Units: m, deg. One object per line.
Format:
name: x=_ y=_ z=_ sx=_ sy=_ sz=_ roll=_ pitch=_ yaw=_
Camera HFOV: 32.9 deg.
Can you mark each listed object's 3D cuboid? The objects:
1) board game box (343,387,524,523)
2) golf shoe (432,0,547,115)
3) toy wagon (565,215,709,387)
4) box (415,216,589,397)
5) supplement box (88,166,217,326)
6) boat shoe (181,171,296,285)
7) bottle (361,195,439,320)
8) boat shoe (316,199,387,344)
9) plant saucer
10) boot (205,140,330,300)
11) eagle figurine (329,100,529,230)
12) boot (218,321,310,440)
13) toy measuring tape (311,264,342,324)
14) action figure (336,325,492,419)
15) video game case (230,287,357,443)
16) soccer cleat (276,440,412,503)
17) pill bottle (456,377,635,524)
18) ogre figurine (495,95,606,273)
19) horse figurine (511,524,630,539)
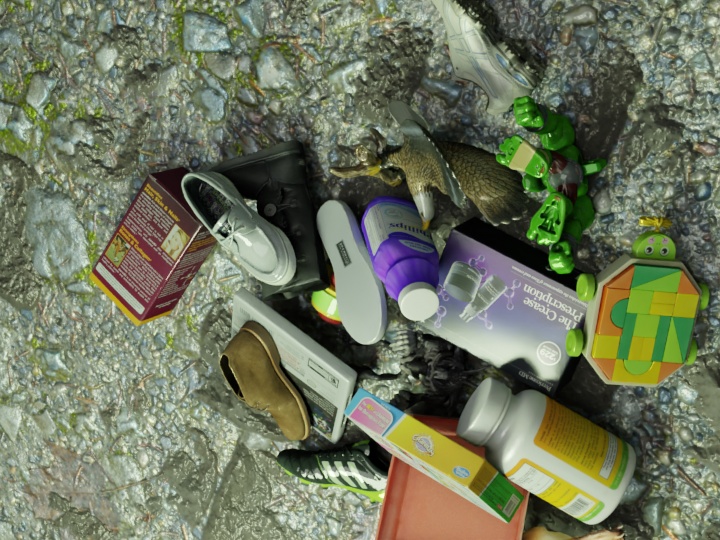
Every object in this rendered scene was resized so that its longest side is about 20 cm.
board game box: x=0.091 y=0.229 z=1.509 sx=0.200 sy=0.153 sz=0.040 roll=27 pitch=78 yaw=35
golf shoe: x=0.127 y=-0.275 z=1.470 sx=0.200 sy=0.078 sz=0.097 roll=52 pitch=125 yaw=9
toy wagon: x=0.326 y=0.036 z=1.410 sx=0.155 sy=0.040 sz=0.200 roll=5 pitch=107 yaw=-11
box: x=0.188 y=0.044 z=1.511 sx=0.200 sy=0.079 sz=0.141 roll=28 pitch=116 yaw=19
supplement box: x=-0.284 y=-0.034 z=1.732 sx=0.110 sy=0.086 sz=0.200 roll=43 pitch=118 yaw=13
boat shoe: x=-0.164 y=-0.055 z=1.568 sx=0.201 sy=0.071 sz=0.070 roll=47 pitch=110 yaw=25
bottle: x=0.054 y=-0.016 z=1.498 sx=0.083 sy=0.200 sz=0.065 roll=15 pitch=120 yaw=-19
boat shoe: x=0.000 y=0.000 z=1.575 sx=0.069 sy=0.057 sz=0.200 roll=-27 pitch=69 yaw=31
plant saucer: x=0.128 y=0.292 z=1.574 sx=0.200 sy=0.037 sz=0.200 roll=1 pitch=67 yaw=30
boot: x=-0.129 y=-0.055 z=1.628 sx=0.165 sy=0.066 sz=0.200 roll=-18 pitch=78 yaw=32
eagle figurine: x=0.092 y=-0.122 z=1.480 sx=0.200 sy=0.152 sz=0.151 roll=2 pitch=128 yaw=44
boot: x=-0.132 y=0.167 z=1.650 sx=0.074 sy=0.075 sz=0.200 roll=8 pitch=135 yaw=43
toy measuring tape: x=-0.060 y=0.017 z=1.637 sx=0.200 sy=0.074 sz=0.074 roll=31 pitch=114 yaw=18
action figure: x=0.063 y=0.129 z=1.582 sx=0.200 sy=0.102 sz=0.119 roll=7 pitch=98 yaw=28
video game case: x=-0.096 y=0.131 z=1.658 sx=0.200 sy=0.023 sz=0.182 roll=36 pitch=148 yaw=16
soccer cleat: x=-0.019 y=0.267 z=1.682 sx=0.200 sy=0.068 sz=0.081 roll=13 pitch=102 yaw=17
pill bottle: x=0.222 y=0.213 z=1.477 sx=0.200 sy=0.111 sz=0.111 roll=30 pitch=116 yaw=-6
ogre figurine: x=0.230 y=-0.106 z=1.428 sx=0.098 sy=0.120 sz=0.200 roll=-34 pitch=84 yaw=34
horse figurine: x=0.257 y=0.356 z=1.527 sx=0.200 sy=0.050 sz=0.133 roll=1 pitch=145 yaw=37
